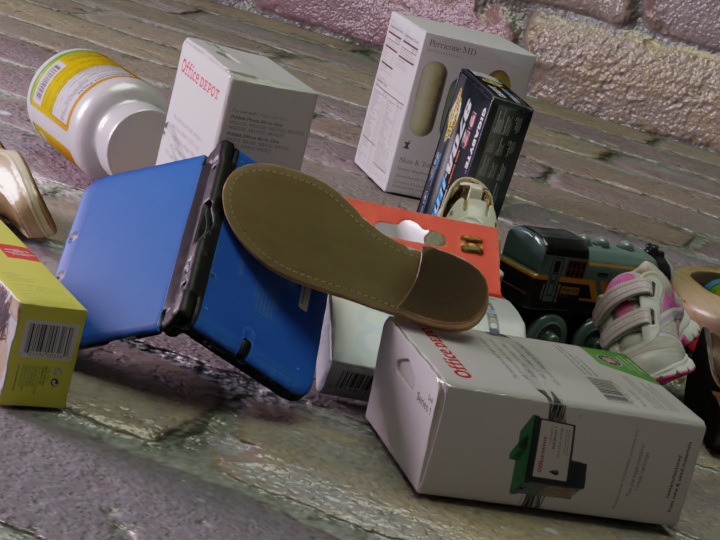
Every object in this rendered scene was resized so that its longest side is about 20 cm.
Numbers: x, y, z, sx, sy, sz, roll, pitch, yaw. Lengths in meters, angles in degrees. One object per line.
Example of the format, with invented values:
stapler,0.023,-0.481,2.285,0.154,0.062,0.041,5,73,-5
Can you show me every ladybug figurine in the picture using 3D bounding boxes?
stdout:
ladybug figurine,0.364,0.049,1.756,0.135,0.072,0.200,7,15,-9

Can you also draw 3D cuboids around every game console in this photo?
game console,-0.123,0.010,1.308,0.170,0.118,0.201,35,37,-21

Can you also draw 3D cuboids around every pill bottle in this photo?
pill bottle,-0.257,-0.151,1.805,0.111,0.112,0.200,6,16,-33

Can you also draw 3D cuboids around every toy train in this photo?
toy train,0.201,0.023,1.603,0.199,0.115,0.085,6,17,-33

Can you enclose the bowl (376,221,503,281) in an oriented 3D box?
bowl,0.000,0.000,1.563,0.199,0.075,0.200,5,17,-36

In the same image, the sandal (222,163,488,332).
sandal,-0.006,-0.003,1.289,0.211,0.078,0.070,25,-20,13

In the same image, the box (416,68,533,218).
box,0.106,-0.089,1.766,0.046,0.201,0.159,15,14,-12

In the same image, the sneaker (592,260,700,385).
sneaker,0.233,0.051,1.508,0.081,0.089,0.200,-28,8,18

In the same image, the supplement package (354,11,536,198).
supplement package,0.103,-0.198,2.195,0.151,0.201,0.151,10,14,-18

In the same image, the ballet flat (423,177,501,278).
ballet flat,0.090,-0.042,1.540,0.067,0.063,0.200,14,14,-4

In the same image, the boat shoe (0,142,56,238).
boat shoe,-0.322,-0.071,1.535,0.065,0.072,0.200,-30,37,-17

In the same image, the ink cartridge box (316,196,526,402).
ink cartridge box,0.047,0.018,1.383,0.159,0.047,0.201,11,51,-14

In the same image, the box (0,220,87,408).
box,-0.248,0.022,1.208,0.050,0.076,0.200,7,15,-30

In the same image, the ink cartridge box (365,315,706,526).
ink cartridge box,0.118,0.104,1.248,0.199,0.085,0.146,9,14,-17

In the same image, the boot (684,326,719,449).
boot,0.385,0.122,1.511,0.199,0.065,0.187,11,27,-3

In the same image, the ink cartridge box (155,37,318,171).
ink cartridge box,-0.114,-0.079,1.482,0.083,0.201,0.145,9,15,-24
